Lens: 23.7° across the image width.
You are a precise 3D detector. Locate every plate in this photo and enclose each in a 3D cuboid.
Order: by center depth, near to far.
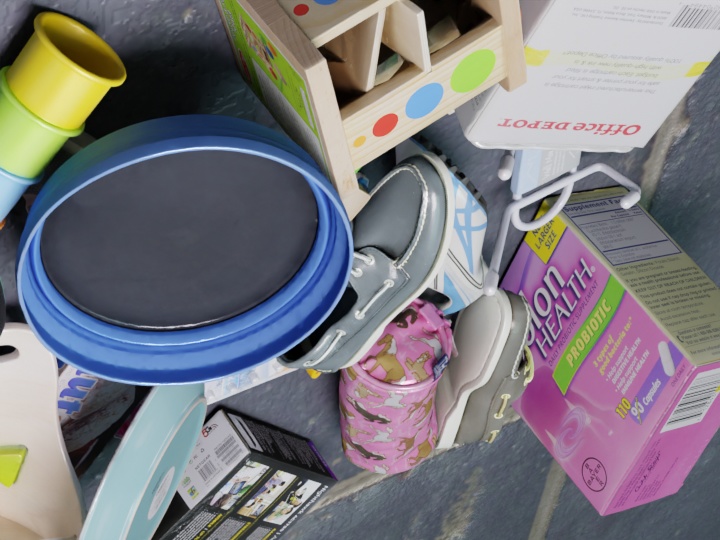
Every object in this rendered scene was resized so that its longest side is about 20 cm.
[{"bbox_3d":[-0.146,0.144,1.175,0.200,0.026,0.201,24,90,-85],"label":"plate"}]

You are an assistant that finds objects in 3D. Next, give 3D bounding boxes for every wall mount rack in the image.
[{"bbox_3d":[0.142,-0.079,1.273,0.174,0.075,0.200,-28,142,-27],"label":"wall mount rack"}]

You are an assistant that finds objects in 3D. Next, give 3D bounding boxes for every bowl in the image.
[{"bbox_3d":[-0.105,-0.010,1.018,0.200,0.039,0.201,-9,137,-8],"label":"bowl"}]

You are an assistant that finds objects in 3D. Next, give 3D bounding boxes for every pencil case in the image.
[{"bbox_3d":[0.026,0.094,1.357,0.086,0.083,0.200,10,153,2],"label":"pencil case"}]

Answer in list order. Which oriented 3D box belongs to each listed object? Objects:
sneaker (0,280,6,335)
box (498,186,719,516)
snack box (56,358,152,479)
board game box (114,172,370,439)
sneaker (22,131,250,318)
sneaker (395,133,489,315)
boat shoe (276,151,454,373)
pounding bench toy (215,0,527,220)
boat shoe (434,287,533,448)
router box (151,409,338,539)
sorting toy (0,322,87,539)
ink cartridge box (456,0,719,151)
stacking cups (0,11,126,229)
[{"bbox_3d":[-0.282,-0.035,0.931,0.140,0.078,0.200,-4,111,7],"label":"sneaker"},{"bbox_3d":[0.207,0.064,1.413,0.097,0.200,0.176,-9,138,-37],"label":"box"},{"bbox_3d":[-0.185,0.079,1.180,0.072,0.024,0.200,13,129,-37],"label":"snack box"},{"bbox_3d":[-0.085,0.034,1.252,0.200,0.026,0.200,-21,144,-26],"label":"board game box"},{"bbox_3d":[-0.139,-0.036,1.083,0.075,0.082,0.200,-14,142,29],"label":"sneaker"},{"bbox_3d":[0.053,-0.028,1.268,0.072,0.072,0.200,-37,147,-13],"label":"sneaker"},{"bbox_3d":[0.000,0.000,1.202,0.062,0.073,0.200,-9,143,-43],"label":"boat shoe"},{"bbox_3d":[0.017,-0.135,1.048,0.156,0.124,0.200,-32,147,-11],"label":"pounding bench toy"},{"bbox_3d":[0.106,0.080,1.402,0.060,0.072,0.202,1,144,-15],"label":"boat shoe"},{"bbox_3d":[-0.132,0.210,1.399,0.200,0.051,0.149,-44,149,10],"label":"router box"},{"bbox_3d":[-0.274,0.115,1.109,0.200,0.107,0.180,-1,121,-34],"label":"sorting toy"},{"bbox_3d":[0.157,-0.171,1.104,0.145,0.084,0.200,1,146,-26],"label":"ink cartridge box"},{"bbox_3d":[-0.211,-0.053,0.988,0.060,0.061,0.200,10,125,-50],"label":"stacking cups"}]
